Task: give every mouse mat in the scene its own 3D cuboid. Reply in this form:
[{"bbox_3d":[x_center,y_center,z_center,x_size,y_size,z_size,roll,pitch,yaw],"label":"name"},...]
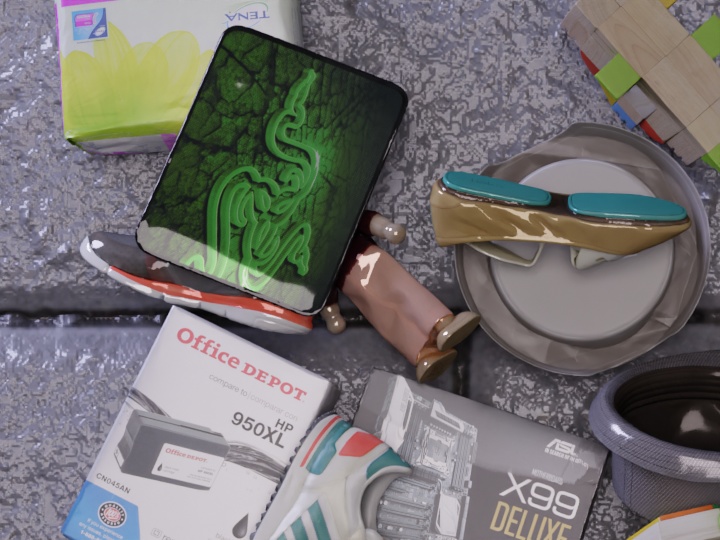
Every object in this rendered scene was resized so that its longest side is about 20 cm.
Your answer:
[{"bbox_3d":[-0.068,-0.080,1.640,0.160,0.008,0.201,21,79,6],"label":"mouse mat"}]

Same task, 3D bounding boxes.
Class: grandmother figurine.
[{"bbox_3d":[0.000,0.000,1.665,0.200,0.060,0.121,46,117,18],"label":"grandmother figurine"}]

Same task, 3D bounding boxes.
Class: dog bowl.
[{"bbox_3d":[0.174,-0.014,1.663,0.199,0.059,0.201,-1,83,4],"label":"dog bowl"}]

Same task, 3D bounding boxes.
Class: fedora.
[{"bbox_3d":[0.266,0.138,1.601,0.177,0.199,0.091,30,125,44],"label":"fedora"}]

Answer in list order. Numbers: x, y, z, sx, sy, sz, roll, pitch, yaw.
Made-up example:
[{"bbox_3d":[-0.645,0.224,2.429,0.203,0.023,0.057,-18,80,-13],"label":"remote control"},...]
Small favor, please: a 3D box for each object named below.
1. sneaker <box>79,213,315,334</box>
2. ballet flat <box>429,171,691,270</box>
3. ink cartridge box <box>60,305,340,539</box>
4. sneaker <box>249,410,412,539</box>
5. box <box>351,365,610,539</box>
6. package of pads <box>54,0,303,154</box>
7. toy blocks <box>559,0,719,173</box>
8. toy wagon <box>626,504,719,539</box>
[{"bbox_3d":[-0.122,-0.010,1.668,0.199,0.077,0.082,16,92,10],"label":"sneaker"},{"bbox_3d":[0.151,-0.033,1.616,0.199,0.069,0.063,9,111,8],"label":"ballet flat"},{"bbox_3d":[-0.123,0.148,1.650,0.144,0.084,0.201,25,84,7],"label":"ink cartridge box"},{"bbox_3d":[-0.030,0.212,1.591,0.093,0.070,0.200,24,82,16],"label":"sneaker"},{"bbox_3d":[0.078,0.181,1.647,0.199,0.050,0.158,19,85,7],"label":"box"},{"bbox_3d":[-0.144,-0.175,1.704,0.199,0.068,0.155,-6,81,4],"label":"package of pads"},{"bbox_3d":[0.225,-0.154,1.645,0.100,0.137,0.200,-41,88,-6],"label":"toy blocks"},{"bbox_3d":[0.276,0.229,1.584,0.199,0.155,0.040,14,49,-34],"label":"toy wagon"}]
